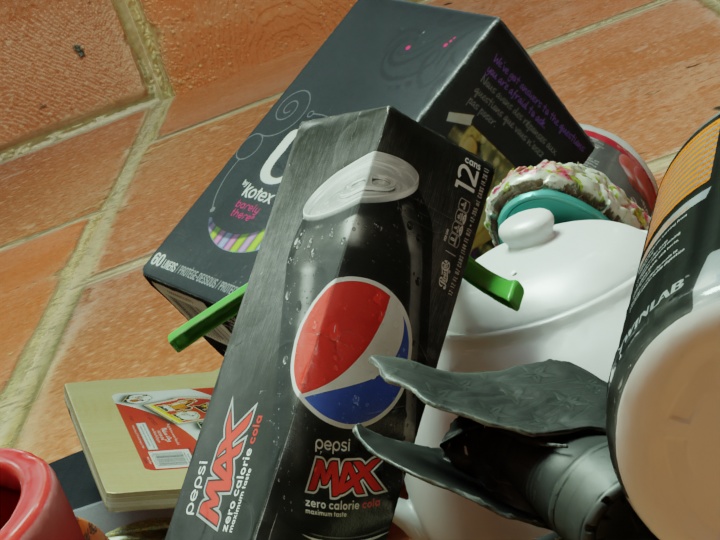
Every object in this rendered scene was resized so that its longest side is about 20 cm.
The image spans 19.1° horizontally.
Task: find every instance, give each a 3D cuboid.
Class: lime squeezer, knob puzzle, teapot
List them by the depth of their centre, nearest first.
[{"bbox_3d":[0.000,0.000,0.969,0.199,0.038,0.071,-8,62,37],"label":"lime squeezer"},{"bbox_3d":[0.093,0.044,0.989,0.197,0.147,0.200,-9,19,42],"label":"teapot"},{"bbox_3d":[-0.045,0.091,1.112,0.218,0.031,0.220,1,14,0],"label":"knob puzzle"}]

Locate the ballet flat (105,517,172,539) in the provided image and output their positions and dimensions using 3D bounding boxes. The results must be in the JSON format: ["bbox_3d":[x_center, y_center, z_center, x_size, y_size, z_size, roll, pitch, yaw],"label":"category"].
[{"bbox_3d":[-0.085,0.145,1.011,0.199,0.071,0.071,-12,16,24],"label":"ballet flat"}]

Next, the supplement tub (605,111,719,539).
[{"bbox_3d":[0.158,0.012,0.765,0.122,0.123,0.200,-15,23,23],"label":"supplement tub"}]

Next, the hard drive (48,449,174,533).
[{"bbox_3d":[-0.123,0.127,1.213,0.199,0.043,0.135,-19,14,9],"label":"hard drive"}]

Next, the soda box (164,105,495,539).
[{"bbox_3d":[-0.012,0.037,0.879,0.071,0.063,0.201,-5,64,54],"label":"soda box"}]

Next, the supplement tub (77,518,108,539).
[{"bbox_3d":[-0.201,0.177,0.934,0.199,0.123,0.123,-16,14,20],"label":"supplement tub"}]

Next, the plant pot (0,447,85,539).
[{"bbox_3d":[-0.167,0.186,0.750,0.199,0.184,0.201,-20,13,5],"label":"plant pot"}]

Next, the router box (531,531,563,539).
[{"bbox_3d":[0.029,0.168,0.801,0.199,0.053,0.157,-20,13,2],"label":"router box"}]

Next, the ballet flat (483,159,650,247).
[{"bbox_3d":[0.123,-0.012,1.092,0.075,0.200,0.064,-24,50,25],"label":"ballet flat"}]

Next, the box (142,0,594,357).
[{"bbox_3d":[0.005,-0.032,1.107,0.122,0.106,0.200,18,66,51],"label":"box"}]

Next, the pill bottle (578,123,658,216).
[{"bbox_3d":[0.106,-0.006,1.236,0.110,0.111,0.200,-15,15,22],"label":"pill bottle"}]

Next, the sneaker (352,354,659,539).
[{"bbox_3d":[0.101,0.068,0.831,0.199,0.060,0.104,0,23,-42],"label":"sneaker"}]
